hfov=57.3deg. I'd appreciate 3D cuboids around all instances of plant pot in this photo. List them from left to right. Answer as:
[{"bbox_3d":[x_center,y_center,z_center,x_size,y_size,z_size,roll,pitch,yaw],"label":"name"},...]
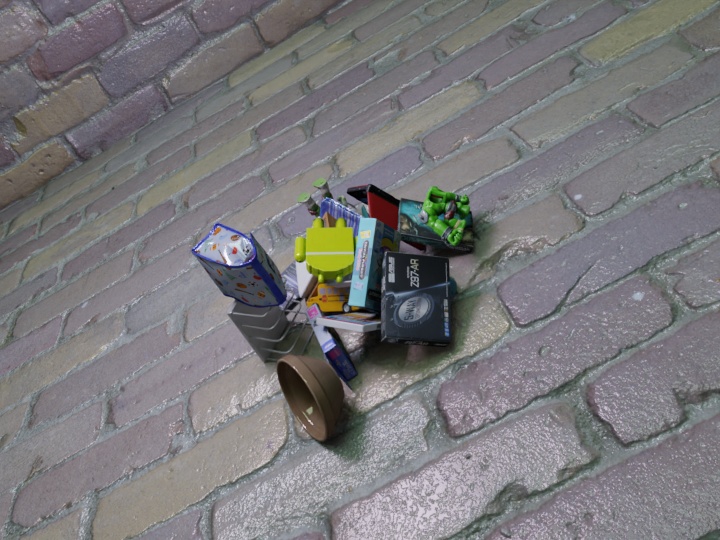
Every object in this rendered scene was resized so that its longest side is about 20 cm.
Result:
[{"bbox_3d":[-0.098,0.267,1.462,0.091,0.205,0.199,-26,33,-26],"label":"plant pot"}]

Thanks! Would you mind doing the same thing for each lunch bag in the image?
[{"bbox_3d":[-0.273,-0.005,1.562,0.197,0.171,0.125,21,64,40],"label":"lunch bag"}]

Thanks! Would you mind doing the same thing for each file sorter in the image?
[{"bbox_3d":[-0.218,0.124,1.680,0.122,0.202,0.140,4,50,31],"label":"file sorter"}]

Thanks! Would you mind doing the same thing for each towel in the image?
[{"bbox_3d":[-0.036,-0.096,1.787,0.197,0.148,0.024,29,36,24],"label":"towel"}]

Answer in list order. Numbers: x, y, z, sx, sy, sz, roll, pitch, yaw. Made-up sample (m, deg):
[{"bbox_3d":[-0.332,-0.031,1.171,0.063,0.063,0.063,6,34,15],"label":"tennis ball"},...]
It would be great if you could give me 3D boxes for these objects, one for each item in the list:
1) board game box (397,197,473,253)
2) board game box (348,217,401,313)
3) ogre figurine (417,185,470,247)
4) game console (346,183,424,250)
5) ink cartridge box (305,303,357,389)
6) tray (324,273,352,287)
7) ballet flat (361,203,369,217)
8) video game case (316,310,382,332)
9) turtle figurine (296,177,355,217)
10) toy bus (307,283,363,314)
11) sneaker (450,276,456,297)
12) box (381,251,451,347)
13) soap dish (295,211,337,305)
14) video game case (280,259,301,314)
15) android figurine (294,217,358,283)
[{"bbox_3d":[0.193,-0.117,1.701,0.194,0.029,0.137,9,47,-3],"label":"board game box"},{"bbox_3d":[0.038,-0.007,1.569,0.046,0.150,0.206,4,82,28],"label":"board game box"},{"bbox_3d":[0.210,-0.148,1.648,0.118,0.098,0.203,26,60,-3],"label":"ogre figurine"},{"bbox_3d":[0.066,-0.138,1.776,0.171,0.197,0.122,1,71,54],"label":"game console"},{"bbox_3d":[-0.066,0.180,1.574,0.041,0.120,0.201,-31,38,3],"label":"ink cartridge box"},{"bbox_3d":[0.000,0.000,1.667,0.105,0.023,0.199,-6,19,32],"label":"tray"},{"bbox_3d":[0.048,-0.135,1.878,0.070,0.072,0.202,-25,39,8],"label":"ballet flat"},{"bbox_3d":[0.011,0.119,1.559,0.140,0.198,0.018,6,95,38],"label":"video game case"},{"bbox_3d":[-0.107,-0.168,1.917,0.141,0.196,0.202,-23,36,14],"label":"turtle figurine"},{"bbox_3d":[-0.048,0.070,1.686,0.196,0.064,0.081,-5,88,38],"label":"toy bus"},{"bbox_3d":[0.123,0.043,1.605,0.195,0.081,0.131,-14,31,-18],"label":"sneaker"},{"bbox_3d":[0.126,0.065,1.500,0.156,0.044,0.205,6,69,-12],"label":"box"},{"bbox_3d":[-0.104,-0.028,1.769,0.201,0.079,0.160,-56,34,41],"label":"soap dish"},{"bbox_3d":[-0.194,0.038,1.897,0.200,0.019,0.142,-46,40,-14],"label":"video game case"},{"bbox_3d":[-0.075,-0.049,1.633,0.177,0.042,0.203,-2,50,-4],"label":"android figurine"}]
